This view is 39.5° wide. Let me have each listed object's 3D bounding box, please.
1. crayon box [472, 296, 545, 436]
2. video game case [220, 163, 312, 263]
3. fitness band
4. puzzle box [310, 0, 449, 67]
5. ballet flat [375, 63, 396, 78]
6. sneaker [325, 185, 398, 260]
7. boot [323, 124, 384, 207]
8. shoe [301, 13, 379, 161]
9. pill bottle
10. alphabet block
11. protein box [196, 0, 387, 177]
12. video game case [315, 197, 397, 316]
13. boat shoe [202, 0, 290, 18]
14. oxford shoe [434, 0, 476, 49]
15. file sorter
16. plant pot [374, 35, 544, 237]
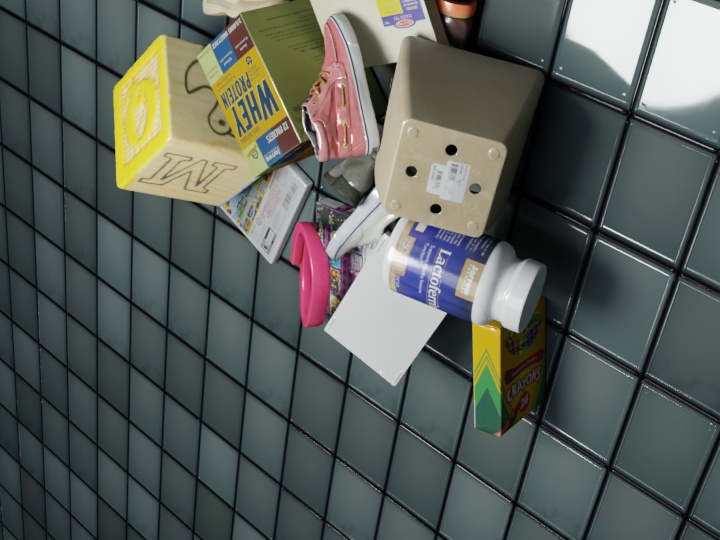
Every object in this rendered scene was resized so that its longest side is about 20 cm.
[{"bbox_3d":[0.213,0.118,1.433,0.050,0.126,0.204,14,118,38],"label":"crayon box"},{"bbox_3d":[-0.177,-0.142,1.770,0.182,0.023,0.201,47,135,18],"label":"video game case"},{"bbox_3d":[-0.083,0.007,1.667,0.201,0.037,0.146,103,156,-56],"label":"fitness band"},{"bbox_3d":[0.021,-0.351,1.383,0.198,0.025,0.135,2,122,42],"label":"puzzle box"},{"bbox_3d":[-0.002,-0.359,1.469,0.067,0.063,0.202,-40,80,46],"label":"ballet flat"},{"bbox_3d":[0.011,-0.062,1.538,0.071,0.073,0.200,42,140,-1],"label":"sneaker"},{"bbox_3d":[0.012,-0.166,1.532,0.067,0.200,0.131,39,93,-11],"label":"boot"},{"bbox_3d":[-0.041,-0.251,1.377,0.071,0.089,0.204,147,109,-76],"label":"shoe"},{"bbox_3d":[0.137,0.003,1.325,0.197,0.116,0.117,21,123,20],"label":"pill bottle"},{"bbox_3d":[-0.276,-0.239,1.650,0.195,0.198,0.199,-31,61,45],"label":"alphabet block"},{"bbox_3d":[-0.099,-0.279,1.502,0.134,0.197,0.203,-26,90,48],"label":"protein box"},{"bbox_3d":[0.000,0.000,1.652,0.179,0.036,0.203,21,122,37],"label":"video game case"},{"bbox_3d":[-0.189,-0.444,1.609,0.198,0.072,0.066,18,122,44],"label":"boat shoe"},{"bbox_3d":[0.068,-0.364,1.394,0.198,0.071,0.074,30,129,31],"label":"oxford shoe"},{"bbox_3d":[0.066,0.037,1.511,0.138,0.125,0.201,37,124,6],"label":"file sorter"},{"bbox_3d":[0.116,-0.159,1.307,0.197,0.178,0.202,16,124,3],"label":"plant pot"}]
